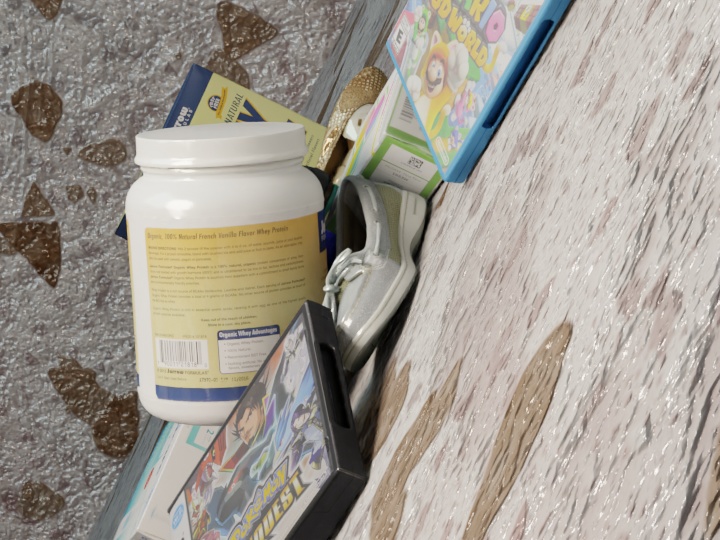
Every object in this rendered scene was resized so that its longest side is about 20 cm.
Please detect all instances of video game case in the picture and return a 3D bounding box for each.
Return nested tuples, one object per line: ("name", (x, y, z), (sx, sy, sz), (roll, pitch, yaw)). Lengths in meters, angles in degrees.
("video game case", (-0.066, 0.147, 1.443), (0.201, 0.025, 0.181), (-57, 24, 25))
("video game case", (0.082, -0.179, 1.482), (0.201, 0.018, 0.144), (-60, 36, 38))

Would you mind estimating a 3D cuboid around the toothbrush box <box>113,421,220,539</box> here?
("toothbrush box", (-0.146, 0.195, 1.912), (0.147, 0.085, 0.200), (-67, 8, -21))

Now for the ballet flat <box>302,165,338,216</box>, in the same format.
("ballet flat", (-0.076, -0.006, 1.721), (0.073, 0.073, 0.201), (-72, 4, -51))

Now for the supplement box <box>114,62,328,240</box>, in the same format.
("supplement box", (-0.119, -0.077, 2.221), (0.135, 0.199, 0.200), (-67, 7, -20))

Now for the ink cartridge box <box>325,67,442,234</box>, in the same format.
("ink cartridge box", (0.025, -0.082, 1.694), (0.200, 0.059, 0.104), (124, 168, -57))

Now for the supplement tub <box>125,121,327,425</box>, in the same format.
("supplement tub", (-0.094, -0.001, 1.583), (0.144, 0.143, 0.202), (-107, 14, -81))

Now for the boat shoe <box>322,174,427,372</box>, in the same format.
("boat shoe", (0.001, -0.002, 1.552), (0.075, 0.064, 0.202), (-60, 8, 34))

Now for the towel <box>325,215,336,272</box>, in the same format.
("towel", (-0.021, 0.006, 1.817), (0.148, 0.049, 0.201), (112, 179, -59))

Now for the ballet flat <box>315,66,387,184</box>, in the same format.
("ballet flat", (-0.008, -0.096, 2.073), (0.065, 0.070, 0.201), (12, 78, 55))
